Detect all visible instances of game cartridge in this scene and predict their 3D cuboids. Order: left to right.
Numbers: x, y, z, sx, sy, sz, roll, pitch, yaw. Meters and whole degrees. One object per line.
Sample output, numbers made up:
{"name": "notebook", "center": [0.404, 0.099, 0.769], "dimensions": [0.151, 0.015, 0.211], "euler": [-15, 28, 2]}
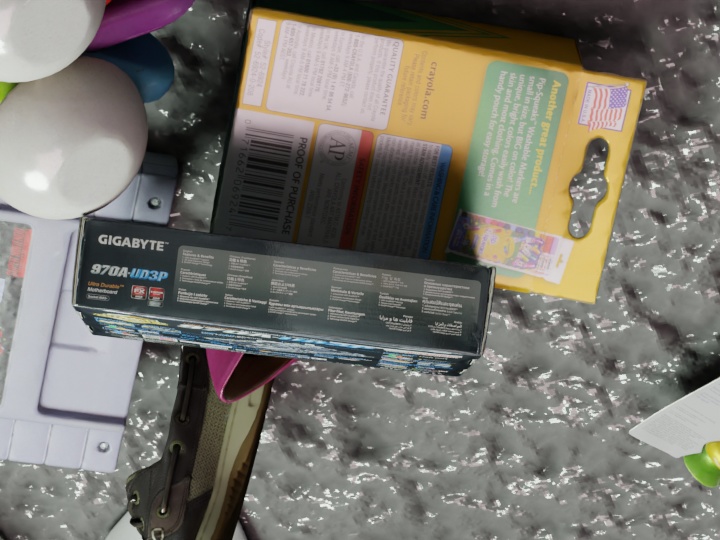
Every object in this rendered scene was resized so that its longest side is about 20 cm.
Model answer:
{"name": "game cartridge", "center": [-0.180, 0.019, 1.518], "dimensions": [0.130, 0.038, 0.200], "euler": [5, 122, -15]}

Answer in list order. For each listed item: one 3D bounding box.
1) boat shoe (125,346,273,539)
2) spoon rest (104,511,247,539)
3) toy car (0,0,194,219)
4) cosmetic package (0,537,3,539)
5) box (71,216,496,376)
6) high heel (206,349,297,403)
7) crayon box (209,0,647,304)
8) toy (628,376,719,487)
{"name": "boat shoe", "center": [-0.100, 0.129, 1.563], "dimensions": [0.065, 0.200, 0.073], "euler": [15, 157, 4]}
{"name": "spoon rest", "center": [-0.106, 0.160, 1.693], "dimensions": [0.099, 0.061, 0.200], "euler": [10, 149, -4]}
{"name": "toy car", "center": [-0.148, -0.139, 1.326], "dimensions": [0.150, 0.175, 0.200], "euler": [-30, 137, -17]}
{"name": "cosmetic package", "center": [-0.272, 0.204, 1.720], "dimensions": [0.103, 0.087, 0.200], "euler": [-16, 132, 22]}
{"name": "box", "center": [-0.039, 0.016, 1.382], "dimensions": [0.200, 0.046, 0.159], "euler": [7, 174, -1]}
{"name": "high heel", "center": [0.000, 0.000, 1.478], "dimensions": [0.067, 0.096, 0.200], "euler": [35, 129, -28]}
{"name": "crayon box", "center": [0.032, -0.063, 1.410], "dimensions": [0.200, 0.052, 0.126], "euler": [10, 111, -4]}
{"name": "toy", "center": [0.259, 0.061, 1.555], "dimensions": [0.115, 0.047, 0.200], "euler": [29, 135, -28]}
